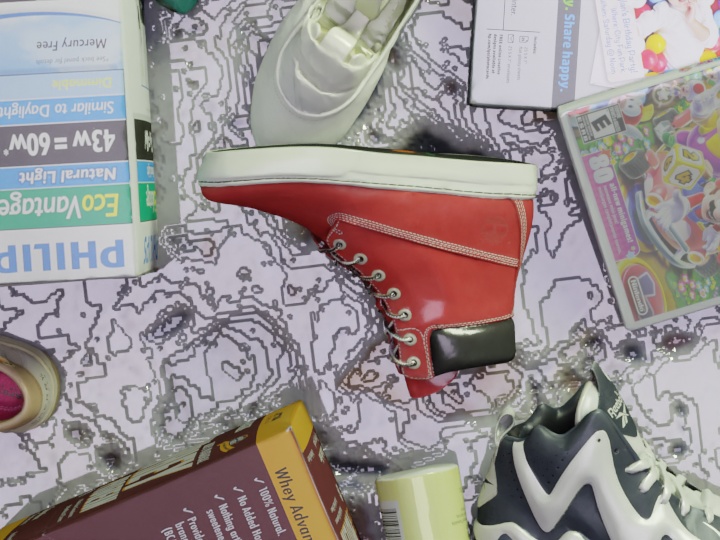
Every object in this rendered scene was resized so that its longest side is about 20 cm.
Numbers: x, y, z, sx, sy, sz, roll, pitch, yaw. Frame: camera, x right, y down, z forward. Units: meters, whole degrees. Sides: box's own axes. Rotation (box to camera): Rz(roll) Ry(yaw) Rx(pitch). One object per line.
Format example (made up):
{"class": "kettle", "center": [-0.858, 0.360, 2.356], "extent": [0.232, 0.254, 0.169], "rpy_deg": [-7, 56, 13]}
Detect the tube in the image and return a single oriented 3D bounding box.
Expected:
{"class": "tube", "center": [0.051, 0.215, 1.369], "extent": [0.052, 0.058, 0.200], "rpy_deg": [-11, 88, 43]}

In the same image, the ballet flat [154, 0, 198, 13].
{"class": "ballet flat", "center": [-0.094, -0.250, 1.337], "extent": [0.070, 0.067, 0.200], "rpy_deg": [-3, 92, 31]}

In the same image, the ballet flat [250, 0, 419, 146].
{"class": "ballet flat", "center": [-0.002, -0.149, 1.348], "extent": [0.069, 0.069, 0.200], "rpy_deg": [35, 94, -1]}

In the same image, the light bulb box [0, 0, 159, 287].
{"class": "light bulb box", "center": [-0.221, -0.089, 1.326], "extent": [0.198, 0.125, 0.200], "rpy_deg": [-4, 92, 1]}

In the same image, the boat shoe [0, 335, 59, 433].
{"class": "boat shoe", "center": [-0.278, 0.056, 1.363], "extent": [0.200, 0.069, 0.074], "rpy_deg": [7, 93, 1]}

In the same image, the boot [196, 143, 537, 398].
{"class": "boot", "center": [0.000, 0.000, 1.342], "extent": [0.200, 0.072, 0.144], "rpy_deg": [6, 96, -14]}

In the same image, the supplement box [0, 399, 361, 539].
{"class": "supplement box", "center": [-0.089, 0.207, 1.336], "extent": [0.200, 0.133, 0.197], "rpy_deg": [-23, 92, 2]}

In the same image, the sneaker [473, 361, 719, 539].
{"class": "sneaker", "center": [0.165, 0.118, 1.351], "extent": [0.199, 0.079, 0.130], "rpy_deg": [1, 102, 11]}

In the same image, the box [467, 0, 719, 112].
{"class": "box", "center": [0.166, -0.167, 1.356], "extent": [0.200, 0.041, 0.156], "rpy_deg": [4, 94, 0]}

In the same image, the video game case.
{"class": "video game case", "center": [0.229, -0.057, 1.342], "extent": [0.200, 0.018, 0.143], "rpy_deg": [-17, 109, 8]}
